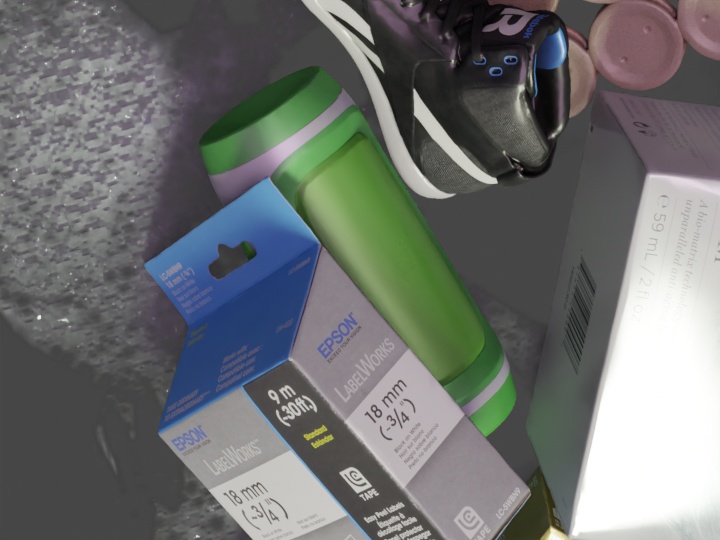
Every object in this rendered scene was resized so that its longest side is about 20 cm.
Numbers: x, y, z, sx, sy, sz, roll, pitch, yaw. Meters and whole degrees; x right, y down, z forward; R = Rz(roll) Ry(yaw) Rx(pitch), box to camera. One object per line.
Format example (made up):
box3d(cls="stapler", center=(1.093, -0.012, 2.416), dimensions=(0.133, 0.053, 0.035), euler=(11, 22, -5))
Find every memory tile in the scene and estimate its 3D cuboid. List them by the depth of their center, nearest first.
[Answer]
box3d(cls="memory tile", center=(0.143, -0.166, 1.125), dimensions=(0.199, 0.017, 0.154), euler=(-16, 112, 25))

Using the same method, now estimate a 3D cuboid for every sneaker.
box3d(cls="sneaker", center=(0.041, -0.133, 1.113), dimensions=(0.073, 0.111, 0.201), euler=(-48, 118, -40))

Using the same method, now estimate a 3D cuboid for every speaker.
box3d(cls="speaker", center=(0.000, 0.000, 1.155), dimensions=(0.088, 0.088, 0.201), euler=(-32, 104, 0))

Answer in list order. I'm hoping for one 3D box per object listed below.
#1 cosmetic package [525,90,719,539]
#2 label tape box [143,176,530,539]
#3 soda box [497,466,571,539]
box3d(cls="cosmetic package", center=(0.207, 0.032, 1.154), dimensions=(0.198, 0.123, 0.201), euler=(5, 113, -10))
box3d(cls="label tape box", center=(-0.031, 0.069, 1.122), dimensions=(0.200, 0.144, 0.063), euler=(49, 54, -7))
box3d(cls="soda box", center=(0.162, 0.190, 1.221), dimensions=(0.199, 0.068, 0.064), euler=(31, 109, -13))
